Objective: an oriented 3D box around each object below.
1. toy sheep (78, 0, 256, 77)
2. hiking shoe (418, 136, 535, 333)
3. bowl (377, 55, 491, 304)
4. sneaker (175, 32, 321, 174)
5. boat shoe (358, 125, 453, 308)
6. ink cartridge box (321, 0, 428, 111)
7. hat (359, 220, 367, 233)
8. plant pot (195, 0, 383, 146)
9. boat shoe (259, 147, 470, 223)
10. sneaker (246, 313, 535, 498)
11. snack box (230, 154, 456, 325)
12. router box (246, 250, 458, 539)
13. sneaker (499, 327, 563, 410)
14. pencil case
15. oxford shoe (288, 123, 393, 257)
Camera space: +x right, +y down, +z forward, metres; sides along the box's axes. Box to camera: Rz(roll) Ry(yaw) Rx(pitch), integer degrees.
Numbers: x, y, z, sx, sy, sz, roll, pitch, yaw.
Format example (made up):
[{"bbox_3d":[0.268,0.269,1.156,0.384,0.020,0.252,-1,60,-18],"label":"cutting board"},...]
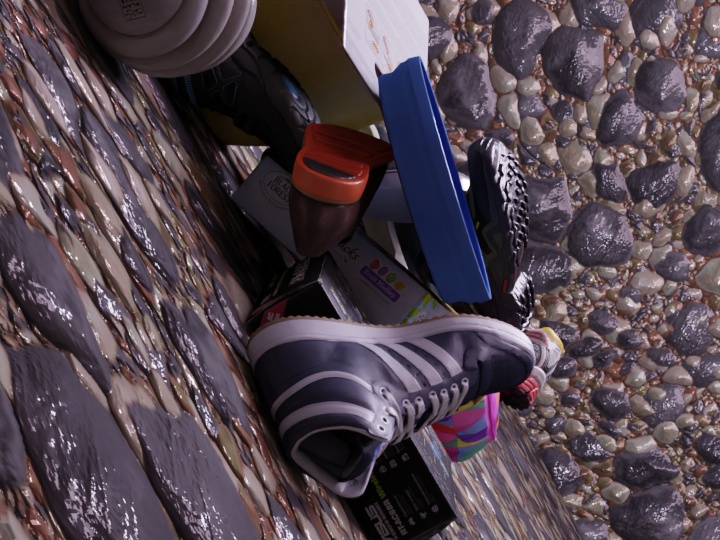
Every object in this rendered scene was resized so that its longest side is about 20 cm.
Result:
[{"bbox_3d":[-0.137,-0.201,1.191,0.138,0.138,0.200,62,20,8],"label":"toy sheep"},{"bbox_3d":[0.094,-0.021,1.490,0.076,0.100,0.200,-54,143,-57],"label":"hiking shoe"},{"bbox_3d":[0.057,-0.069,1.345,0.201,0.039,0.201,-16,90,-84],"label":"bowl"},{"bbox_3d":[-0.100,-0.148,1.387,0.200,0.082,0.073,55,10,8],"label":"sneaker"},{"bbox_3d":[0.046,-0.045,1.588,0.075,0.066,0.200,128,-50,-63],"label":"boat shoe"},{"bbox_3d":[0.007,-0.200,1.446,0.200,0.043,0.174,53,35,-54],"label":"ink cartridge box"},{"bbox_3d":[0.011,-0.057,1.687,0.200,0.081,0.201,32,15,-10],"label":"hat"},{"bbox_3d":[-0.083,-0.188,1.512,0.200,0.142,0.200,59,6,-11],"label":"plant pot"},{"bbox_3d":[0.005,-0.085,1.526,0.070,0.199,0.066,91,-3,-63],"label":"boat shoe"},{"bbox_3d":[0.031,0.087,1.102,0.109,0.199,0.070,-108,-152,-43],"label":"sneaker"},{"bbox_3d":[0.000,0.000,1.403,0.200,0.053,0.142,41,0,30],"label":"snack box"},{"bbox_3d":[-0.004,0.091,1.239,0.200,0.062,0.150,60,6,-7],"label":"router box"},{"bbox_3d":[0.121,0.068,1.658,0.200,0.082,0.078,27,-21,48],"label":"sneaker"},{"bbox_3d":[0.087,0.109,1.537,0.200,0.088,0.089,80,-16,-69],"label":"pencil case"},{"bbox_3d":[-0.021,-0.065,1.310,0.071,0.073,0.200,18,19,7],"label":"oxford shoe"}]
